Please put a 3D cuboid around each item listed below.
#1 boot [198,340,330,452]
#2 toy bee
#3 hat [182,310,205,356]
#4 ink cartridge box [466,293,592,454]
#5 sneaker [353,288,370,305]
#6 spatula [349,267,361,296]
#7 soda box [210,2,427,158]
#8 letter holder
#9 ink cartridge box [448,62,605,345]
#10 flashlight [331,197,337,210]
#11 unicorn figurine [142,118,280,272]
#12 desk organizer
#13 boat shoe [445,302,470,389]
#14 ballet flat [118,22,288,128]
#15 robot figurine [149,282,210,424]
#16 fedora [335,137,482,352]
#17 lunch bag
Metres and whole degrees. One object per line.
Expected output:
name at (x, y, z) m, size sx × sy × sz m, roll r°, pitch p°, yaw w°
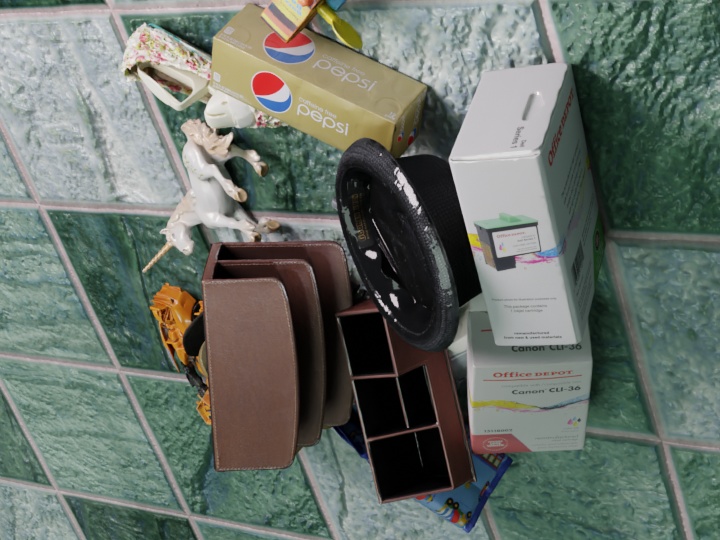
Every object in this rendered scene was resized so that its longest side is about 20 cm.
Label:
boot at (-0.117, 0.144, 1.817) m, size 0.174 × 0.067 × 0.200 m, roll 30°, pitch 157°, yaw -9°
toy bee at (-0.046, -0.259, 1.466) m, size 0.130 × 0.109 × 0.201 m, roll 31°, pitch 140°, yaw 13°
hat at (-0.106, 0.020, 1.770) m, size 0.200 × 0.199 × 0.082 m, roll -41°, pitch 61°, yaw 50°
ink cartridge box at (0.160, 0.096, 1.605) m, size 0.115 × 0.068 × 0.201 m, roll -3°, pitch 142°, yaw 2°
sneaker at (-0.021, 0.095, 1.774) m, size 0.077 × 0.086 × 0.200 m, roll 16°, pitch 147°, yaw -22°
spatula at (0.000, 0.000, 1.658) m, size 0.056 × 0.021 × 0.200 m, roll 34°, pitch 146°, yaw -3°
soda box at (-0.040, -0.172, 1.572) m, size 0.199 × 0.068 × 0.064 m, roll 26°, pitch 139°, yaw 15°
letter holder at (-0.075, 0.082, 1.635) m, size 0.140 × 0.101 × 0.202 m, roll -1°, pitch 112°, yaw 2°
ink cartridge box at (0.149, -0.058, 1.460) m, size 0.083 × 0.145 × 0.201 m, roll -2°, pitch 127°, yaw 21°
flashlight at (0.069, -0.037, 1.607) m, size 0.199 × 0.068 × 0.068 m, roll 34°, pitch 100°, yaw 14°
unicorn figurine at (-0.154, -0.075, 1.760) m, size 0.136 × 0.074 × 0.202 m, roll 24°, pitch 124°, yaw 31°
desk organizer at (0.044, 0.124, 1.646) m, size 0.071 × 0.077 × 0.202 m, roll -7°, pitch 99°, yaw 43°
boat shoe at (0.108, 0.083, 1.703) m, size 0.071 × 0.070 × 0.201 m, roll 34°, pitch 146°, yaw -10°
ballet flat at (-0.152, -0.177, 1.657) m, size 0.199 × 0.064 × 0.076 m, roll 26°, pitch 156°, yaw 17°
robot figurine at (-0.165, 0.108, 1.937) m, size 0.144 × 0.058 × 0.201 m, roll 5°, pitch 129°, yaw 36°
fedora at (0.059, -0.033, 1.504) m, size 0.201 × 0.091 × 0.202 m, roll 47°, pitch 150°, yaw 38°
lunch bag at (0.046, 0.189, 1.809) m, size 0.150 × 0.095 × 0.200 m, roll 37°, pitch 169°, yaw -18°
